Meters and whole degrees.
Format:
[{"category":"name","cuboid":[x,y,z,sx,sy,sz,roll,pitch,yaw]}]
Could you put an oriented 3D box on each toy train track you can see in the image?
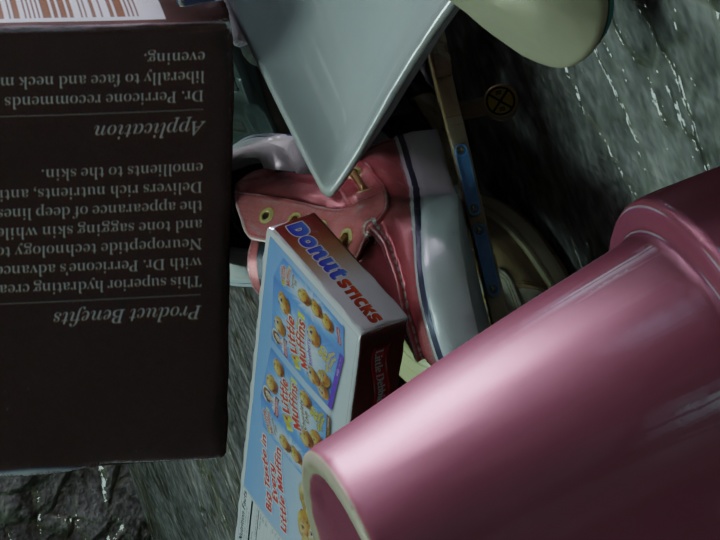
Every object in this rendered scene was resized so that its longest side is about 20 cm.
[{"category":"toy train track","cuboid":[0.053,-0.049,1.188,0.115,0.032,0.201,69,-171,-82]}]

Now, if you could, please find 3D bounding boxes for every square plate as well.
[{"category":"square plate","cuboid":[-0.004,-0.165,1.141,0.200,0.028,0.198,-54,53,46]}]

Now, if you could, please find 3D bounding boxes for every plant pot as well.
[{"category":"plant pot","cuboid":[0.086,0.084,0.925,0.200,0.179,0.200,159,90,-80]}]

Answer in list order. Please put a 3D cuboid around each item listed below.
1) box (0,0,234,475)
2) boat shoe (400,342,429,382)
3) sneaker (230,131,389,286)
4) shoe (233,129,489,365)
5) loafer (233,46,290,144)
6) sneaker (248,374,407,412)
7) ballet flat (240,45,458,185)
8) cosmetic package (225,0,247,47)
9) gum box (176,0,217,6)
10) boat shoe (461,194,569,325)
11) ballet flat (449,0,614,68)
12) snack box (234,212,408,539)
[{"category":"box","cuboid":[-0.147,-0.036,1.267,0.164,0.165,0.201,-119,30,-66]},{"category":"boat shoe","cuboid":[0.016,-0.006,1.411,0.200,0.073,0.063,36,138,50]},{"category":"sneaker","cuboid":[-0.052,-0.032,1.373,0.200,0.071,0.073,-23,76,64]},{"category":"shoe","cuboid":[0.000,0.000,1.186,0.200,0.091,0.072,-100,-3,-70]},{"category":"loafer","cuboid":[-0.053,-0.086,1.650,0.072,0.063,0.200,20,143,33]},{"category":"sneaker","cuboid":[0.027,0.089,1.340,0.200,0.077,0.084,25,174,33]},{"category":"ballet flat","cuboid":[0.003,-0.093,1.387,0.200,0.057,0.067,45,135,52]},{"category":"cosmetic package","cuboid":[-0.053,-0.210,1.301,0.113,0.081,0.200,157,91,-85]},{"category":"gum box","cuboid":[-0.080,-0.221,1.114,0.200,0.044,0.170,-120,24,-55]},{"category":"boat shoe","cuboid":[0.064,0.040,1.237,0.200,0.069,0.074,-124,17,-48]},{"category":"ballet flat","cuboid":[0.016,-0.149,1.031,0.200,0.069,0.070,61,166,27]},{"category":"snack box","cuboid":[-0.019,0.077,1.169,0.072,0.024,0.200,49,144,40]}]
